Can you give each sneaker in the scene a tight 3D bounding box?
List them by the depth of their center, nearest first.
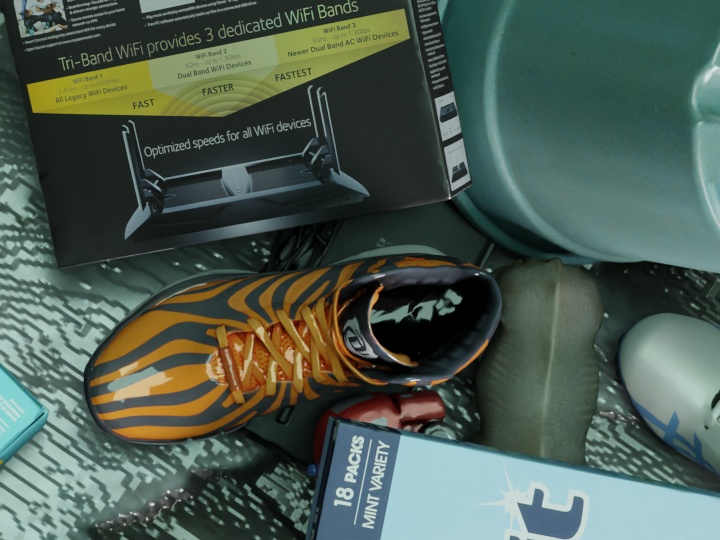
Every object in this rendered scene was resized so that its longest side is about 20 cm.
[{"bbox_3d":[-0.028,0.029,1.079,0.199,0.112,0.078,-19,94,-13],"label":"sneaker"},{"bbox_3d":[0.212,0.090,1.158,0.200,0.072,0.072,41,76,2],"label":"sneaker"}]

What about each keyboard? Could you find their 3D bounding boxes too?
[{"bbox_3d":[0.000,0.000,1.164,0.104,0.040,0.200,31,81,-12],"label":"keyboard"}]

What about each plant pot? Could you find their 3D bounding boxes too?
[{"bbox_3d":[0.160,-0.082,1.086,0.200,0.196,0.201,-7,105,-28],"label":"plant pot"}]

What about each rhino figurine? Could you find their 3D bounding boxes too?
[{"bbox_3d":[0.081,0.087,1.127,0.060,0.087,0.201,8,76,-7],"label":"rhino figurine"}]

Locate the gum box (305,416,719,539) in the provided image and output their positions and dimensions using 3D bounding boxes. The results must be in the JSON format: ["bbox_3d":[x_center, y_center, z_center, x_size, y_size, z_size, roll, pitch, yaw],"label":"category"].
[{"bbox_3d":[0.068,0.168,1.058,0.199,0.045,0.171,11,89,-6],"label":"gum box"}]

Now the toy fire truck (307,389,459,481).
[{"bbox_3d":[-0.017,0.161,1.106,0.140,0.049,0.201,-5,84,-12],"label":"toy fire truck"}]

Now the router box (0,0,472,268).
[{"bbox_3d":[-0.061,-0.096,1.099,0.199,0.052,0.158,-9,97,16],"label":"router box"}]

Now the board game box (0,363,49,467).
[{"bbox_3d":[-0.269,0.085,1.089,0.151,0.047,0.200,45,75,2],"label":"board game box"}]
